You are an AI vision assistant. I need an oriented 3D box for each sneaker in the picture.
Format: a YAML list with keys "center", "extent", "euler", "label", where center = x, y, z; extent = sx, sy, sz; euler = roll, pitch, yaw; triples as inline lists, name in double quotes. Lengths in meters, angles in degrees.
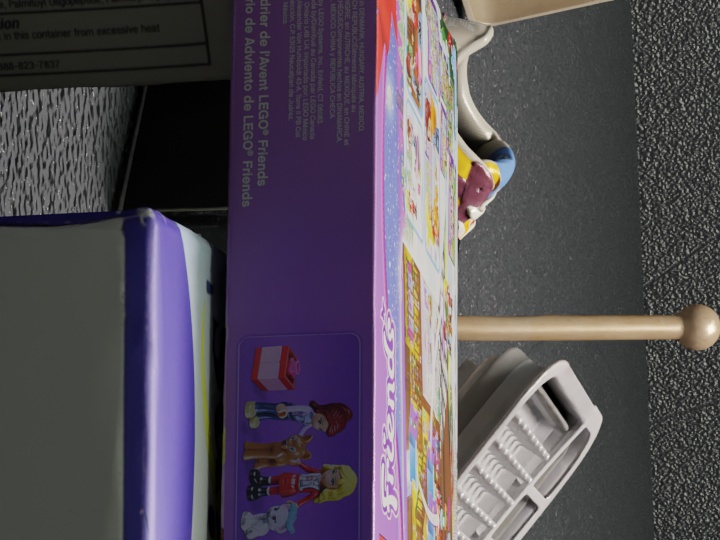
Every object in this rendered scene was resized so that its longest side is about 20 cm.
- center: [0.030, -0.025, 1.339]
  extent: [0.075, 0.090, 0.201]
  euler: [-70, 156, -64]
  label: "sneaker"

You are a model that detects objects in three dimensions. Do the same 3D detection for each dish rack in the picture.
- center: [0.041, 0.113, 1.345]
  extent: [0.172, 0.044, 0.200]
  euler: [-51, 164, -3]
  label: "dish rack"

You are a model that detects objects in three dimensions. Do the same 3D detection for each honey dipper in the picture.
- center: [0.079, 0.028, 1.325]
  extent: [0.038, 0.199, 0.038]
  euler: [-179, -90, -71]
  label: "honey dipper"

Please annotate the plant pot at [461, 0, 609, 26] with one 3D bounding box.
- center: [0.138, -0.286, 1.734]
  extent: [0.200, 0.199, 0.178]
  euler: [59, 20, -70]
  label: "plant pot"

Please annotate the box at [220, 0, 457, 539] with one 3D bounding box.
- center: [-0.003, 0.012, 0.718]
  extent: [0.137, 0.039, 0.201]
  euler: [59, 30, -71]
  label: "box"

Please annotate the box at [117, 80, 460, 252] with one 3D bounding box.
- center: [-0.020, -0.017, 1.071]
  extent: [0.200, 0.086, 0.164]
  euler: [78, 16, -47]
  label: "box"

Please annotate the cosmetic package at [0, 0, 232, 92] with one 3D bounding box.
- center: [-0.082, -0.152, 0.703]
  extent: [0.087, 0.103, 0.200]
  euler: [-78, 165, -58]
  label: "cosmetic package"

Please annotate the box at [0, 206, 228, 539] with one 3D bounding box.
- center: [-0.077, 0.090, 0.695]
  extent: [0.200, 0.105, 0.185]
  euler: [35, 54, -77]
  label: "box"
